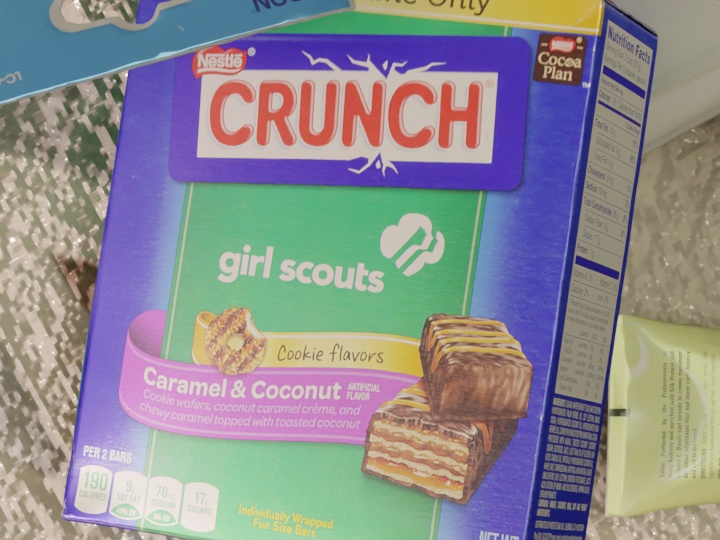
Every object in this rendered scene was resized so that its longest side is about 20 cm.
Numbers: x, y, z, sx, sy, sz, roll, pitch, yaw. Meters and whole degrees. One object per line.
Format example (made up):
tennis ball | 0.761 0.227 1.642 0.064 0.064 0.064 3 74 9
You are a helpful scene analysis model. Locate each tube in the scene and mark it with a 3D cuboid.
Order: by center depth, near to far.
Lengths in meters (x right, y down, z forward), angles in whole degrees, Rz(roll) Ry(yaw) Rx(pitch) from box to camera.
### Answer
tube | 0.190 0.055 1.056 0.200 0.052 0.058 0 48 -12

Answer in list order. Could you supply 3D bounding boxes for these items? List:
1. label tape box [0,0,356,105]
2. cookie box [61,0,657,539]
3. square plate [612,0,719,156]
label tape box | -0.104 -0.142 0.926 0.143 0.066 0.200 -18 72 -14
cookie box | 0.000 0.000 0.948 0.171 0.075 0.200 7 86 20
square plate | 0.076 -0.132 0.962 0.198 0.200 0.028 55 34 -11
